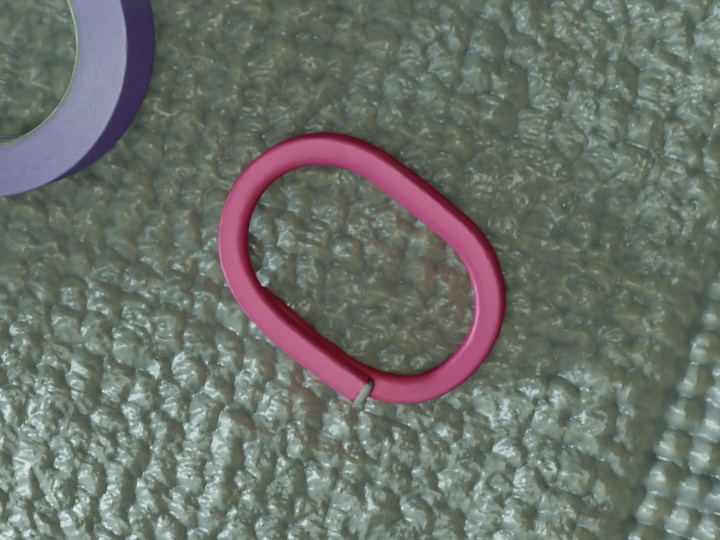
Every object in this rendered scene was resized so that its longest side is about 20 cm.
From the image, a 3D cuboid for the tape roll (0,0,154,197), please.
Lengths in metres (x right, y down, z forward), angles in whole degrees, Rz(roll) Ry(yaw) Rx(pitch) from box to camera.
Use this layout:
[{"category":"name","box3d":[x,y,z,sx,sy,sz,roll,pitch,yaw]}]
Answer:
[{"category":"tape roll","box3d":[-0.239,-0.151,1.316,0.199,0.066,0.201,2,99,10]}]

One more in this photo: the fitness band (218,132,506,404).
[{"category":"fitness band","box3d":[0.000,0.000,1.311,0.200,0.037,0.144,38,104,1]}]
